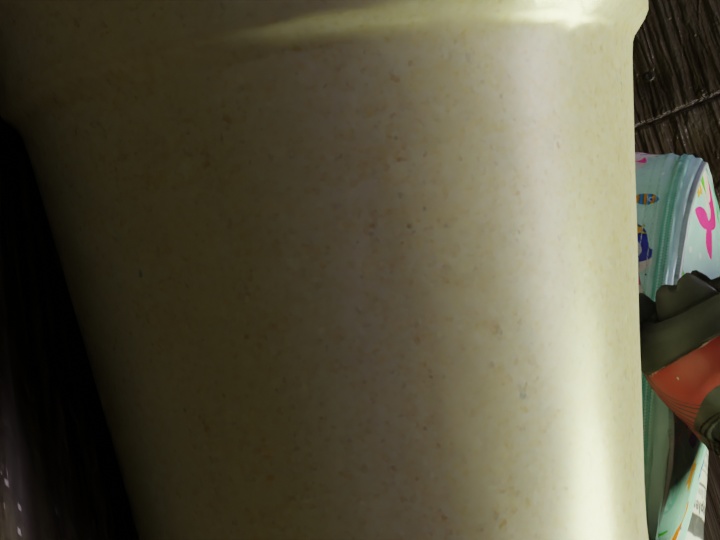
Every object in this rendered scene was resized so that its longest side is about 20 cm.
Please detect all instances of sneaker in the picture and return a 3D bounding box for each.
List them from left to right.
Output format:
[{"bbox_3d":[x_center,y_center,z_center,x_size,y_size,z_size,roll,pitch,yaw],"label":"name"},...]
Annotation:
[{"bbox_3d":[0.142,0.047,0.726,0.200,0.071,0.098,25,43,-62],"label":"sneaker"}]

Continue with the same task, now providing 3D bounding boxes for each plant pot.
[{"bbox_3d":[0.000,0.000,0.640,0.200,0.200,0.184,7,74,-79],"label":"plant pot"}]

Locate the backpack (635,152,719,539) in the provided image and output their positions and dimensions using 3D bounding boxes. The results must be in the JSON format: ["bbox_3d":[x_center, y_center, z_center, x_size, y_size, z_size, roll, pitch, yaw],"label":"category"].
[{"bbox_3d":[0.047,0.022,0.812,0.200,0.150,0.178,44,52,-65],"label":"backpack"}]

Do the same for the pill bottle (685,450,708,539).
[{"bbox_3d":[0.085,0.070,0.957,0.113,0.113,0.200,45,49,-66],"label":"pill bottle"}]
